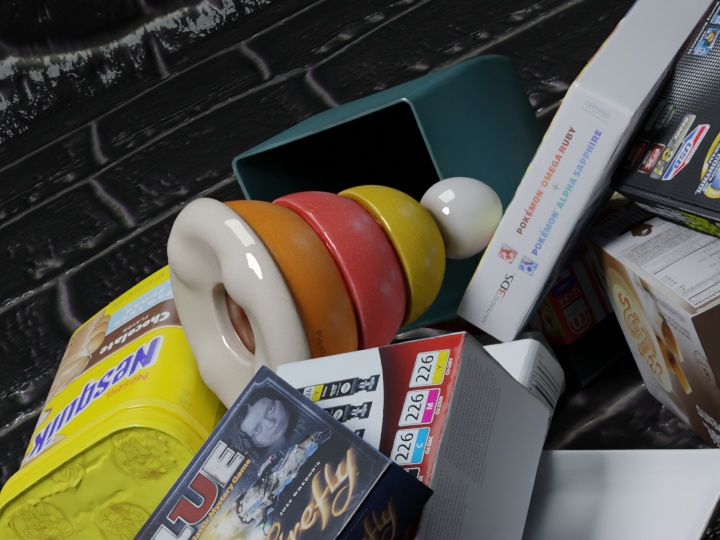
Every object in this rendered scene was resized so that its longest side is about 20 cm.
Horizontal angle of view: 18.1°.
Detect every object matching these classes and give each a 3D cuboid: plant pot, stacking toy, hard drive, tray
[{"bbox_3d":[0.042,-0.060,1.497,0.141,0.142,0.200,-17,13,31],"label":"plant pot"},{"bbox_3d":[0.000,0.000,1.325,0.199,0.147,0.146,-22,13,-25],"label":"stacking toy"},{"bbox_3d":[0.172,0.011,1.535,0.200,0.033,0.139,-35,18,-27],"label":"hard drive"},{"bbox_3d":[0.111,0.143,1.199,0.199,0.022,0.108,-6,47,50],"label":"tray"}]

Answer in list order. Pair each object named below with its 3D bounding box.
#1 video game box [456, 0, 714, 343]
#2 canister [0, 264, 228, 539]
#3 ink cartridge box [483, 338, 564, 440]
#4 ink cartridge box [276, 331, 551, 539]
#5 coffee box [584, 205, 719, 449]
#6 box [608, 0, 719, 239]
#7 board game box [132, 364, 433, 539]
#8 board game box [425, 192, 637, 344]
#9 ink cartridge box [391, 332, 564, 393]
[{"bbox_3d":[0.141,-0.076,1.367,0.200,0.047,0.183,-50,-14,-52],"label":"video game box"},{"bbox_3d":[-0.139,0.092,1.402,0.148,0.087,0.200,-34,21,23],"label":"canister"},{"bbox_3d":[0.004,0.139,1.266,0.199,0.043,0.197,-13,45,40],"label":"ink cartridge box"},{"bbox_3d":[-0.012,0.148,1.158,0.175,0.084,0.201,-13,50,39],"label":"ink cartridge box"},{"bbox_3d":[0.206,0.032,1.275,0.079,0.115,0.200,-27,17,-4],"label":"coffee box"},{"bbox_3d":[0.230,-0.111,1.227,0.201,0.044,0.160,-60,20,0],"label":"box"},{"bbox_3d":[-0.067,0.156,1.108,0.200,0.035,0.135,-54,35,-4],"label":"board game box"},{"bbox_3d":[0.129,-0.014,1.533,0.151,0.046,0.200,-34,18,-23],"label":"board game box"},{"bbox_3d":[0.007,0.100,1.435,0.199,0.057,0.163,-9,24,41],"label":"ink cartridge box"}]
